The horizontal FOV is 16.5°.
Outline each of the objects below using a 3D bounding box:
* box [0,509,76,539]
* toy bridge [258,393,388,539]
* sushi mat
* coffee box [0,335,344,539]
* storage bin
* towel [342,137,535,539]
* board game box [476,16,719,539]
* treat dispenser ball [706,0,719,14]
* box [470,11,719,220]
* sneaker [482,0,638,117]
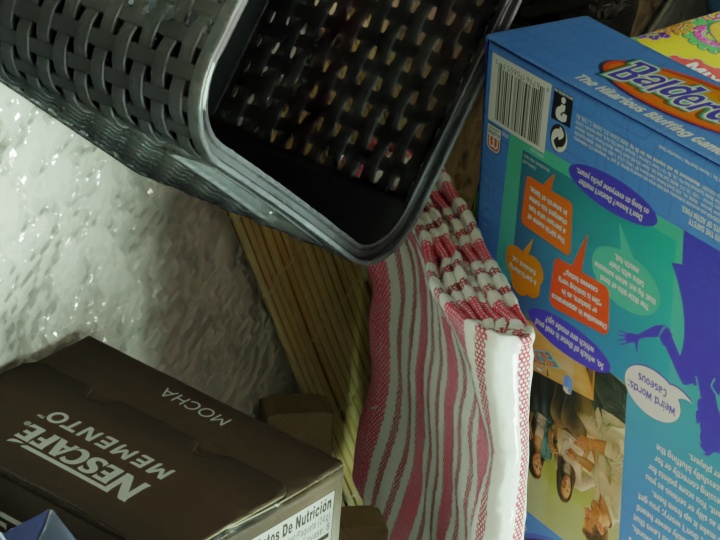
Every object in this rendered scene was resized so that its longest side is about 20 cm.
[{"bbox_3d":[-0.098,0.148,0.705,0.200,0.121,0.032,54,22,-20],"label":"box"},{"bbox_3d":[-0.007,0.112,0.830,0.027,0.200,0.068,-2,113,-12],"label":"toy bridge"},{"bbox_3d":[0.000,0.000,0.913,0.096,0.012,0.201,-50,144,-25],"label":"sushi mat"},{"bbox_3d":[-0.076,0.138,0.785,0.080,0.113,0.201,-26,129,-44],"label":"coffee box"},{"bbox_3d":[-0.013,-0.120,0.741,0.135,0.093,0.201,35,78,-58],"label":"storage bin"},{"bbox_3d":[0.021,0.052,0.804,0.030,0.200,0.147,-2,111,-8],"label":"towel"},{"bbox_3d":[0.092,0.042,0.758,0.045,0.152,0.201,-13,120,-30],"label":"board game box"},{"bbox_3d":[0.246,-0.116,1.040,0.201,0.200,0.202,-35,136,-42],"label":"treat dispenser ball"},{"bbox_3d":[0.135,0.050,0.860,0.122,0.200,0.193,-19,137,-37],"label":"box"},{"bbox_3d":[0.080,-0.133,0.914,0.104,0.060,0.201,42,68,-59],"label":"sneaker"}]
